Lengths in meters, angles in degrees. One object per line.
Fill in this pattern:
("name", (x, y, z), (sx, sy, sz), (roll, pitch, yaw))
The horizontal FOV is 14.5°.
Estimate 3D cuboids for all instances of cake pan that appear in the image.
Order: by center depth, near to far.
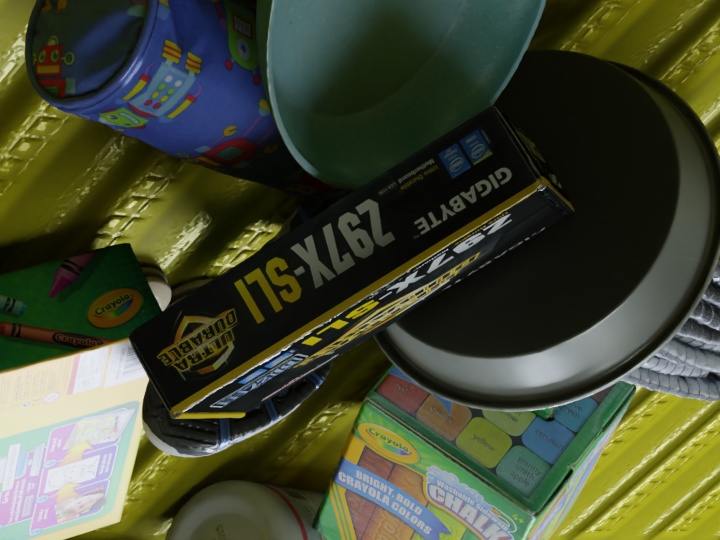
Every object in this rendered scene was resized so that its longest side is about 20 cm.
("cake pan", (0.084, -0.027, 1.423), (0.200, 0.200, 0.037), (-31, 147, 7))

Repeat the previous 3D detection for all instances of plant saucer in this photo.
("plant saucer", (0.016, -0.135, 1.278), (0.200, 0.036, 0.200), (-31, 135, -38))

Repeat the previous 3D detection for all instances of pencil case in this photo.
("pencil case", (-0.066, -0.093, 1.304), (0.078, 0.087, 0.200), (-14, 162, 33))

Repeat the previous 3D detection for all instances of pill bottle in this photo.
("pill bottle", (-0.028, 0.197, 1.802), (0.109, 0.109, 0.200), (-41, 150, 23))

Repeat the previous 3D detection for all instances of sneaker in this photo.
("sneaker", (-0.046, 0.034, 1.480), (0.200, 0.076, 0.077), (-46, 177, -36))

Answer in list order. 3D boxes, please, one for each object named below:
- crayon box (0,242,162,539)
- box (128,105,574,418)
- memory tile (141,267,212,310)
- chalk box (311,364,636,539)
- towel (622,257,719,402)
("crayon box", (-0.177, 0.077, 1.479), (0.119, 0.058, 0.200), (-15, 149, -23))
("box", (0.000, 0.000, 1.327), (0.200, 0.049, 0.160), (-32, 171, 6))
("memory tile", (-0.175, 0.064, 1.541), (0.200, 0.017, 0.153), (-42, 150, 25))
("chalk box", (0.071, 0.099, 1.666), (0.124, 0.124, 0.200), (-48, 166, -34))
("towel", (0.149, -0.022, 1.530), (0.086, 0.166, 0.200), (-43, 150, 20))
